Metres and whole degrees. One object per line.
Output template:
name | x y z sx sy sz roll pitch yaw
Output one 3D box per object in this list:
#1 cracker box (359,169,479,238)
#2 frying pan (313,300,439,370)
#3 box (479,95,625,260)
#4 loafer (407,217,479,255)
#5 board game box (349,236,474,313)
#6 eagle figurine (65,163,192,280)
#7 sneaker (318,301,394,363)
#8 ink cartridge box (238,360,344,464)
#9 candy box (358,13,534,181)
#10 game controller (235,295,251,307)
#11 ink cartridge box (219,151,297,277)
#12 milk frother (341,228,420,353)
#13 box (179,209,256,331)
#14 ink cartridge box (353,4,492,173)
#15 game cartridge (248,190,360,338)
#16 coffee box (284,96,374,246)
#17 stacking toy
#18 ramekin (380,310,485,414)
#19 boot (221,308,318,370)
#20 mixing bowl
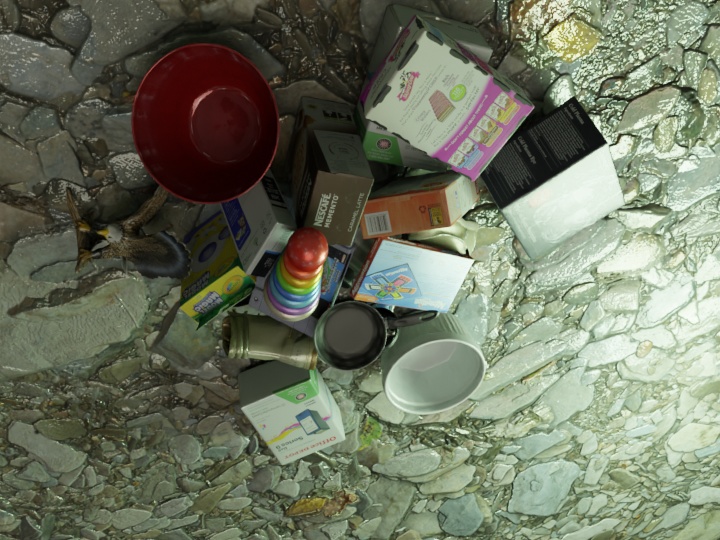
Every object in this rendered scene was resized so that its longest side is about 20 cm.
cracker box | 0.091 -0.103 1.072 0.131 0.200 0.059 -7 104 24
frying pan | 0.013 0.075 1.101 0.189 0.031 0.116 -36 111 6
box | 0.301 -0.137 1.142 0.180 0.105 0.200 -33 147 13
loafer | 0.139 -0.052 1.172 0.075 0.070 0.198 -5 177 36
board game box | 0.083 0.009 1.117 0.197 0.019 0.104 11 113 -39
eagle figurine | -0.328 -0.058 1.060 0.196 0.152 0.154 -14 120 8
sneaker | -0.022 0.089 1.302 0.199 0.079 0.090 -39 124 18
ink cartridge box | -0.131 0.267 1.403 0.143 0.088 0.202 -21 132 3
candy box | 0.115 -0.227 0.976 0.198 0.062 0.137 25 120 -29
game controller | -0.162 -0.003 1.173 0.197 0.042 0.106 -16 105 28
ink cartridge box | -0.158 -0.096 1.049 0.039 0.202 0.100 9 130 -39
milk frother | 0.000 0.000 1.156 0.179 0.202 0.187 -37 127 22
box | -0.216 -0.008 1.095 0.116 0.202 0.048 -33 129 14
ink cartridge box | 0.082 -0.256 1.041 0.142 0.088 0.203 8 124 -18
game cartridge | -0.087 -0.005 1.100 0.128 0.038 0.203 26 117 10
coffee box | -0.050 -0.143 1.026 0.078 0.202 0.116 6 127 -18
stacking toy | -0.080 -0.001 0.980 0.083 0.087 0.200 2 158 -14
ramekin | 0.129 0.168 1.383 0.196 0.106 0.203 -7 129 -8
boot | -0.152 0.090 1.198 0.151 0.201 0.073 7 114 -14
mixing bowl | -0.197 -0.196 0.985 0.195 0.108 0.205 1 100 5
